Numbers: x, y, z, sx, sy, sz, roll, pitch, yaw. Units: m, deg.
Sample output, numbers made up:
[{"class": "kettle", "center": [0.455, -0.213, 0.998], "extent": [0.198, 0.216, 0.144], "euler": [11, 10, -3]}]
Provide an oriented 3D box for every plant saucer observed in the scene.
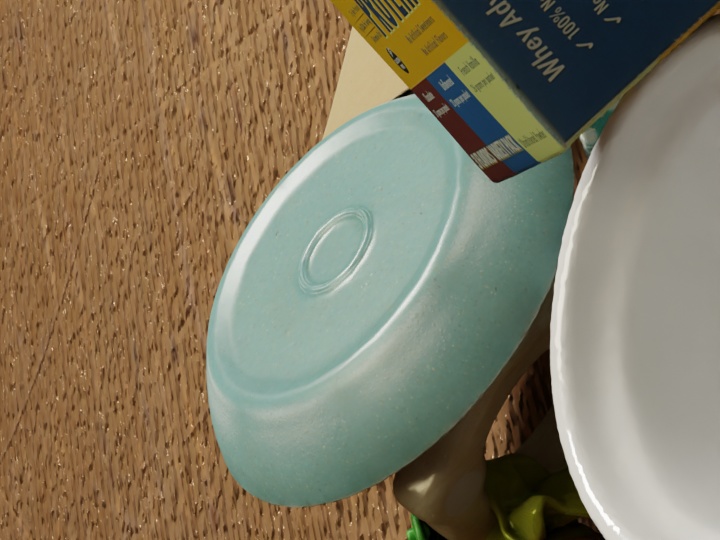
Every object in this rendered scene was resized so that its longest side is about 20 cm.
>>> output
[{"class": "plant saucer", "center": [0.000, 0.000, 1.041], "extent": [0.200, 0.036, 0.200], "euler": [-35, 35, 29]}]

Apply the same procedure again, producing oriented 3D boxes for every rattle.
[{"class": "rattle", "center": [0.114, 0.042, 1.017], "extent": [0.200, 0.130, 0.143], "euler": [-53, 42, -2]}]

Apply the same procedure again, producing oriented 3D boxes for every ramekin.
[{"class": "ramekin", "center": [0.160, 0.014, 0.902], "extent": [0.200, 0.098, 0.201], "euler": [-26, 60, 58]}]

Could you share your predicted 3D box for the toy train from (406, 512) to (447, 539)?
[{"class": "toy train", "center": [0.026, 0.062, 1.132], "extent": [0.056, 0.042, 0.200], "euler": [52, -159, -85]}]

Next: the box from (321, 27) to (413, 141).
[{"class": "box", "center": [0.048, -0.162, 1.191], "extent": [0.163, 0.021, 0.200], "euler": [-31, 40, 54]}]

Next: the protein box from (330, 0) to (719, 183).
[{"class": "protein box", "center": [0.065, -0.173, 0.893], "extent": [0.200, 0.199, 0.135], "euler": [-42, 3, -7]}]
